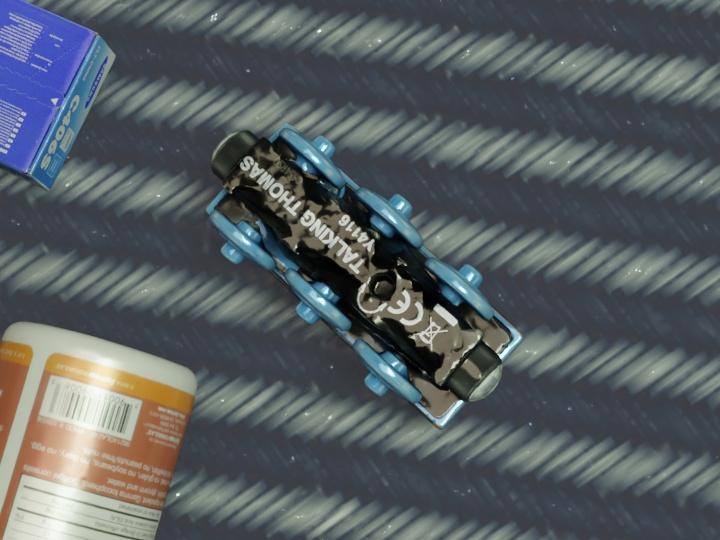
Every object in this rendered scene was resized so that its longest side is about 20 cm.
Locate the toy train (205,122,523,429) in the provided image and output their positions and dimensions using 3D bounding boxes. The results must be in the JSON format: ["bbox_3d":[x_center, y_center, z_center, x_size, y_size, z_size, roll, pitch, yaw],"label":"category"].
[{"bbox_3d":[0.000,0.000,0.882,0.200,0.114,0.087,41,89,11],"label":"toy train"}]

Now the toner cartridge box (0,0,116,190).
[{"bbox_3d":[-0.257,-0.132,0.967,0.199,0.043,0.095,24,84,10],"label":"toner cartridge box"}]

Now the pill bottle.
[{"bbox_3d":[-0.167,0.137,0.875,0.112,0.112,0.201,15,82,8],"label":"pill bottle"}]
